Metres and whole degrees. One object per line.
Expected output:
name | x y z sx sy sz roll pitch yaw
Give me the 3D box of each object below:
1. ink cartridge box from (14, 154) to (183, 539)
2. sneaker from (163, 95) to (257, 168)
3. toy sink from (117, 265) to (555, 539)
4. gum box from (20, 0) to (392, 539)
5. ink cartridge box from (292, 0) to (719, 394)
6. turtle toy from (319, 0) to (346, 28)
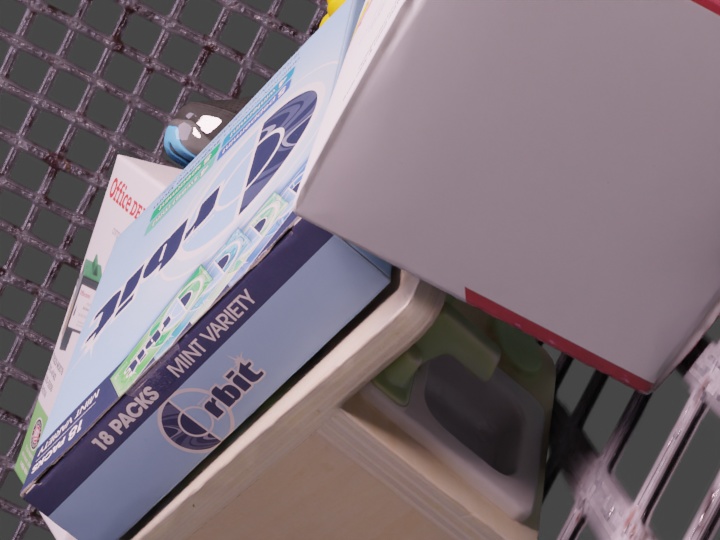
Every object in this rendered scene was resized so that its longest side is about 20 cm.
ink cartridge box | -0.114 0.047 1.149 0.146 0.084 0.201 30 103 67
sneaker | -0.002 -0.081 0.993 0.073 0.199 0.083 9 102 62
toy sink | 0.004 0.064 0.812 0.200 0.112 0.131 -42 19 29
gum box | -0.050 -0.005 0.828 0.170 0.044 0.200 -43 17 24
ink cartridge box | 0.083 -0.093 0.729 0.145 0.145 0.201 -59 8 36
turtle toy | 0.042 -0.092 1.135 0.200 0.100 0.147 100 154 -78
